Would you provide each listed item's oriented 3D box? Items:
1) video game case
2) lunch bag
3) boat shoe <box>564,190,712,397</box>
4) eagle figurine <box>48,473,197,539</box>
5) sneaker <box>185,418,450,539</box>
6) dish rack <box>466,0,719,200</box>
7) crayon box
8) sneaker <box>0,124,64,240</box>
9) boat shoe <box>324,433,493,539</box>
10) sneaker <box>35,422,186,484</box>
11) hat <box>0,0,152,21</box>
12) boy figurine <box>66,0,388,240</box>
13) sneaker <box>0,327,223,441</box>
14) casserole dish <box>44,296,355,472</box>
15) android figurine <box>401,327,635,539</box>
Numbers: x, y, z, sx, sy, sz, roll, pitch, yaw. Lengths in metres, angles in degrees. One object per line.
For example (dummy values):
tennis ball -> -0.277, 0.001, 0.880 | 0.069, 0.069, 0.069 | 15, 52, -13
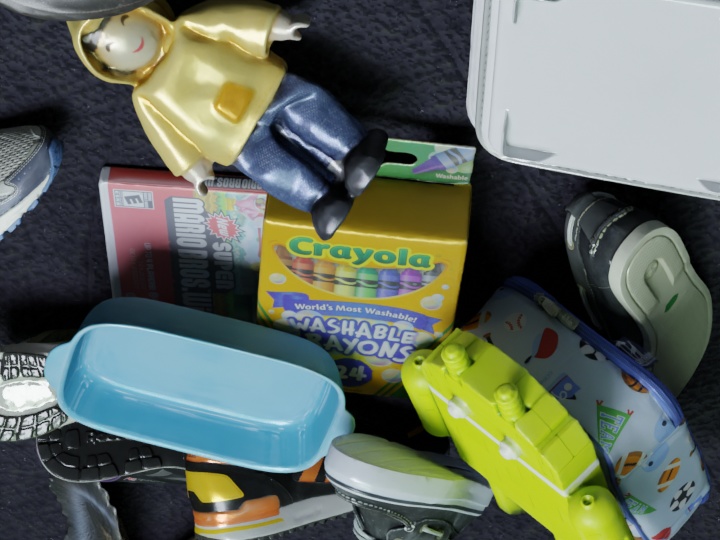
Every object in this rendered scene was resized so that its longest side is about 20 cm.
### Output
video game case -> -0.064, -0.009, 1.645 | 0.199, 0.017, 0.143 | 4, 141, 3
lunch bag -> 0.140, 0.090, 1.631 | 0.160, 0.076, 0.200 | 39, 167, 32
boat shoe -> 0.176, 0.019, 1.621 | 0.068, 0.072, 0.200 | 31, 162, 33
eagle figurine -> -0.165, 0.231, 1.894 | 0.152, 0.151, 0.201 | -9, 125, -51
sneaker -> -0.027, 0.118, 1.722 | 0.200, 0.090, 0.070 | -17, -169, -28
dish rack -> 0.157, -0.109, 1.436 | 0.199, 0.044, 0.172 | 10, 134, 8
crayon box -> 0.000, 0.000, 1.591 | 0.125, 0.052, 0.200 | 6, 140, 0
sneaker -> -0.277, -0.057, 1.573 | 0.199, 0.077, 0.085 | -15, 132, 24
boat shoe -> 0.030, 0.154, 1.645 | 0.072, 0.071, 0.200 | 27, -177, 29
sneaker -> -0.127, 0.116, 1.784 | 0.199, 0.076, 0.088 | 3, 171, -7
hat -> -0.144, -0.227, 1.342 | 0.200, 0.081, 0.201 | -3, 142, -2
boy figurine -> -0.079, -0.107, 1.474 | 0.200, 0.064, 0.124 | 35, 109, -12
sneaker -> -0.166, 0.059, 1.705 | 0.199, 0.089, 0.077 | -4, 109, 2
casserole dish -> -0.100, 0.069, 1.621 | 0.199, 0.039, 0.121 | 15, 141, -7
android figurine -> 0.096, 0.109, 1.566 | 0.182, 0.041, 0.200 | 39, 166, 32
